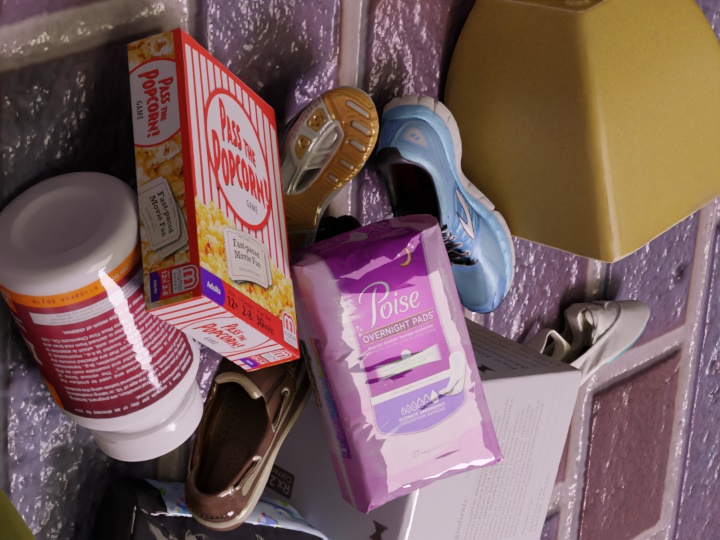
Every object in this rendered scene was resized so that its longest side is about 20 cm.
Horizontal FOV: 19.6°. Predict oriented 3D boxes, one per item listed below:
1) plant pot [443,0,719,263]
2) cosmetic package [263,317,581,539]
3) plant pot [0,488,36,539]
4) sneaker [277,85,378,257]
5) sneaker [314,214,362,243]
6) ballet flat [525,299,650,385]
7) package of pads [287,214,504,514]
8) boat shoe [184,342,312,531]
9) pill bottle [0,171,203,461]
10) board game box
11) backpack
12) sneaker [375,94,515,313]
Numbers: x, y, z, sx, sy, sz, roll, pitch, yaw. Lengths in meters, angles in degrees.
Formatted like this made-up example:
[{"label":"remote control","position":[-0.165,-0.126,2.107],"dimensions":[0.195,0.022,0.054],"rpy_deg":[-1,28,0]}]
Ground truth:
[{"label":"plant pot","position":[0.188,-0.153,1.736],"dimensions":[0.195,0.194,0.201],"rpy_deg":[-30,123,-36]},{"label":"cosmetic package","position":[0.049,0.136,1.741],"dimensions":[0.200,0.164,0.166],"rpy_deg":[-2,110,-50]},{"label":"plant pot","position":[-0.287,0.201,1.359],"dimensions":[0.187,0.200,0.188],"rpy_deg":[-26,128,-38]},{"label":"sneaker","position":[-0.055,-0.056,1.591],"dimensions":[0.076,0.088,0.200],"rpy_deg":[41,99,-8]},{"label":"sneaker","position":[0.000,0.000,1.683],"dimensions":[0.199,0.074,0.088],"rpy_deg":[0,116,-44]},{"label":"ballet flat","position":[0.201,0.072,1.971],"dimensions":[0.200,0.069,0.070],"rpy_deg":[-40,136,-27]},{"label":"package of pads","position":[0.023,0.067,1.549],"dimensions":[0.120,0.076,0.201],"rpy_deg":[-19,100,-20]},{"label":"boat shoe","position":[-0.078,0.091,1.549],"dimensions":[0.075,0.074,0.203],"rpy_deg":[73,31,-67]},{"label":"pill bottle","position":[-0.179,0.038,1.466],"dimensions":[0.113,0.113,0.200],"rpy_deg":[-43,136,-26]},{"label":"board game box","position":[-0.103,-0.047,1.457],"dimensions":[0.151,0.046,0.201],"rpy_deg":[37,42,-60]},{"label":"backpack","position":[-0.116,0.238,1.635],"dimensions":[0.199,0.154,0.164],"rpy_deg":[6,103,-22]},{"label":"sneaker","position":[0.058,-0.040,1.696],"dimensions":[0.200,0.078,0.090],"rpy_deg":[60,36,-26]}]
